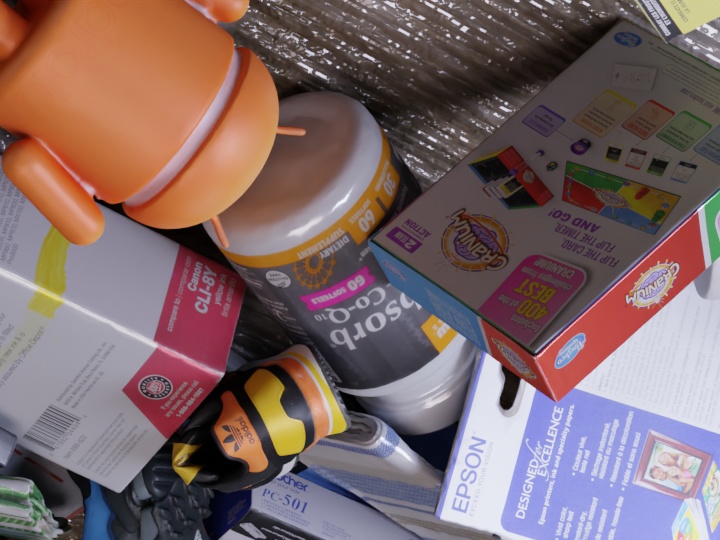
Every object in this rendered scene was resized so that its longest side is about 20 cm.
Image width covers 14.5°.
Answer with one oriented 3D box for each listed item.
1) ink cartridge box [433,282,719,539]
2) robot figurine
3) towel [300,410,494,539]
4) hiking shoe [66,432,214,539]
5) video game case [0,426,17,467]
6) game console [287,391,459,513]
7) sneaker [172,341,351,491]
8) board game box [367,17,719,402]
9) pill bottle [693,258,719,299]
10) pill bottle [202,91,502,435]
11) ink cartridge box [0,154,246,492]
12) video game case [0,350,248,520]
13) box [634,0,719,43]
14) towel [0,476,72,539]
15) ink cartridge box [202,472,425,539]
[{"bbox_3d":[0.150,0.079,1.698,0.200,0.198,0.047,18,173,-18],"label":"ink cartridge box"},{"bbox_3d":[-0.129,-0.098,1.527,0.200,0.144,0.117,36,129,-19],"label":"robot figurine"},{"bbox_3d":[0.037,0.136,1.746,0.200,0.024,0.147,36,164,-31],"label":"towel"},{"bbox_3d":[-0.132,0.190,1.789,0.087,0.074,0.200,7,111,34],"label":"hiking shoe"},{"bbox_3d":[-0.325,0.070,1.671,0.181,0.026,0.200,33,156,-30],"label":"video game case"},{"bbox_3d":[0.016,0.132,1.829,0.177,0.031,0.200,-32,127,23],"label":"game console"},{"bbox_3d":[-0.079,0.096,1.659,0.090,0.070,0.200,-25,176,-23],"label":"sneaker"},{"bbox_3d":[0.125,-0.037,1.539,0.200,0.153,0.040,-41,133,-12],"label":"board game box"},{"bbox_3d":[0.293,-0.035,1.639,0.200,0.114,0.114,-2,133,-3],"label":"pill bottle"},{"bbox_3d":[0.000,0.000,1.644,0.116,0.116,0.200,-23,131,16],"label":"pill bottle"},{"bbox_3d":[-0.188,0.025,1.637,0.200,0.083,0.145,27,138,-16],"label":"ink cartridge box"},{"bbox_3d":[-0.182,0.083,1.773,0.200,0.017,0.143,-35,127,25],"label":"video game case"},{"bbox_3d":[0.234,-0.200,1.507,0.200,0.075,0.050,-25,130,19],"label":"box"},{"bbox_3d":[-0.258,0.136,1.721,0.152,0.023,0.200,9,170,1],"label":"towel"},{"bbox_3d":[-0.011,0.196,1.848,0.200,0.044,0.094,26,134,-24],"label":"ink cartridge box"}]
